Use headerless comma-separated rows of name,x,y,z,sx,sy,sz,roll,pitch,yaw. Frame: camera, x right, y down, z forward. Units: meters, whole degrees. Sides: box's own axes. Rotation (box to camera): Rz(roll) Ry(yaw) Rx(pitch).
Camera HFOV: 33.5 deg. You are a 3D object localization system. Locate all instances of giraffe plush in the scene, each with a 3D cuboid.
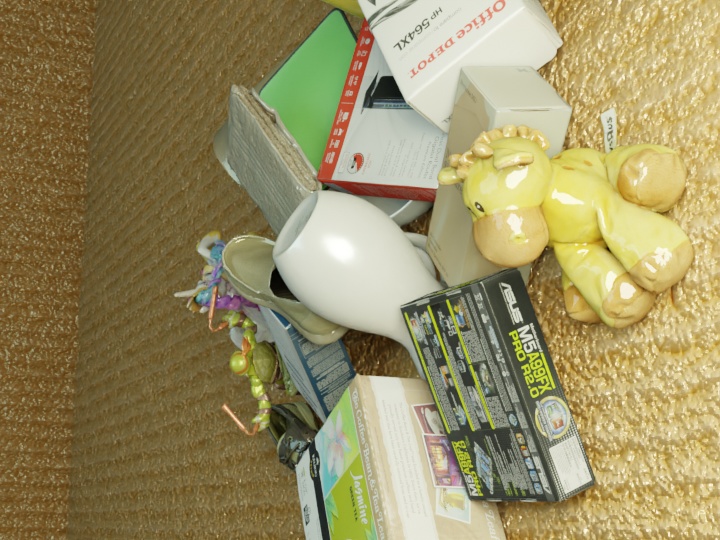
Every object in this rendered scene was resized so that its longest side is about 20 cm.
giraffe plush,0.157,-0.056,0.986,0.173,0.160,0.202,127,141,-49

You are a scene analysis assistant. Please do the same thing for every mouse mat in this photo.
mouse mat,-0.044,-0.193,1.397,0.161,0.007,0.201,-43,52,24

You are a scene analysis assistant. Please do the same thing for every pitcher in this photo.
pitcher,0.016,-0.007,1.223,0.121,0.199,0.173,-43,22,33

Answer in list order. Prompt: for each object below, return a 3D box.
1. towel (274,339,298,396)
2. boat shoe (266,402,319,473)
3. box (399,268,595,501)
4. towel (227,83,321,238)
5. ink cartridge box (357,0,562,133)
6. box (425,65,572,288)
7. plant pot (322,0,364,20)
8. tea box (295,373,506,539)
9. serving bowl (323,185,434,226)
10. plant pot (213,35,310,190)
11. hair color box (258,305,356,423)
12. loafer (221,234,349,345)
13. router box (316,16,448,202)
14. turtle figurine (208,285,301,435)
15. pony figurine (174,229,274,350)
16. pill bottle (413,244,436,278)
towel,-0.081,0.043,1.534,0.149,0.036,0.202,-76,-16,-53
boat shoe,-0.080,0.235,1.574,0.201,0.065,0.073,-131,51,-59
box,0.120,0.109,1.088,0.160,0.044,0.202,-22,88,64
towel,-0.101,-0.113,1.385,0.201,0.034,0.133,56,153,31
ink cartridge box,0.086,-0.260,1.167,0.145,0.084,0.202,-37,54,19
box,0.126,-0.083,1.126,0.095,0.077,0.202,-120,32,-52
plant pot,0.010,-0.373,1.361,0.200,0.186,0.204,-174,90,-67
tea box,0.035,0.245,1.230,0.198,0.132,0.202,122,145,-43
serving bowl,0.047,-0.134,1.340,0.199,0.065,0.203,-23,57,39
plant pot,-0.062,-0.203,1.529,0.201,0.186,0.188,-56,35,26
hair color box,-0.059,0.091,1.423,0.100,0.060,0.201,47,163,44
loafer,-0.085,0.006,1.319,0.199,0.076,0.069,31,149,36
router box,0.056,-0.177,1.257,0.178,0.049,0.203,8,78,45
turtle figurine,-0.128,0.114,1.578,0.064,0.161,0.202,-25,74,26
pony figurine,-0.161,0.023,1.698,0.201,0.191,0.168,-88,19,-61
pill bottle,0.000,0.000,1.393,0.200,0.111,0.114,-154,71,-66
